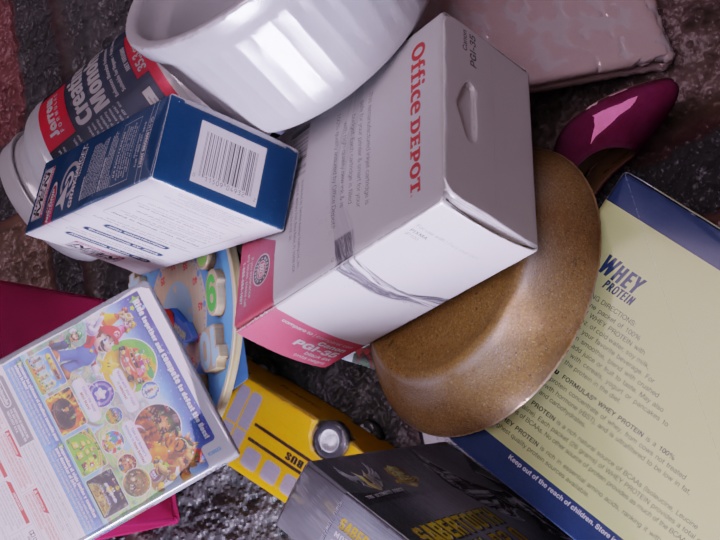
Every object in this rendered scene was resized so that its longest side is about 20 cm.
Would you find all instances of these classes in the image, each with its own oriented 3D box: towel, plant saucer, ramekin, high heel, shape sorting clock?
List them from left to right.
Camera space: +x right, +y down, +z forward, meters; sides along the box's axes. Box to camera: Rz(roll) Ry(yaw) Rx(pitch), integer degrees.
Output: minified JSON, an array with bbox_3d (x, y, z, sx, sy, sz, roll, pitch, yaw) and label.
[{"bbox_3d":[-0.141,0.038,0.901,0.200,0.039,0.201,2,92,56],"label":"shape sorting clock"},{"bbox_3d":[-0.046,-0.184,0.760,0.200,0.098,0.201,-28,36,23],"label":"ramekin"},{"bbox_3d":[0.065,0.005,0.752,0.200,0.035,0.201,-33,43,38],"label":"plant saucer"},{"bbox_3d":[0.110,-0.219,0.848,0.190,0.032,0.201,-13,75,-12],"label":"towel"},{"bbox_3d":[0.160,-0.045,0.830,0.200,0.067,0.096,-43,58,31],"label":"high heel"}]

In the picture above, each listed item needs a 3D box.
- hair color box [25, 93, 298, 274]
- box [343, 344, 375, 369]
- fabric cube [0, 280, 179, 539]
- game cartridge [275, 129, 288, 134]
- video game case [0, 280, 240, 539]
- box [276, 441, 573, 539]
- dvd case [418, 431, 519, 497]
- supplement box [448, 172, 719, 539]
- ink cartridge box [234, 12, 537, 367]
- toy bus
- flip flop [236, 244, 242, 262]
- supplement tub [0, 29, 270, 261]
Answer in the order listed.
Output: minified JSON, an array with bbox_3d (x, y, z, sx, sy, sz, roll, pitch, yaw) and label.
[{"bbox_3d":[-0.140,-0.052,0.801,0.200,0.100,0.061,-14,60,51],"label":"hair color box"},{"bbox_3d":[0.000,0.000,0.896,0.200,0.040,0.137,14,90,41],"label":"box"},{"bbox_3d":[-0.294,0.131,0.961,0.196,0.199,0.201,-17,76,25],"label":"fabric cube"},{"bbox_3d":[-0.023,-0.160,0.867,0.199,0.040,0.134,14,76,6],"label":"game cartridge"},{"bbox_3d":[-0.204,0.116,0.820,0.200,0.018,0.143,-29,77,-5],"label":"video game case"},{"bbox_3d":[0.064,0.177,0.752,0.158,0.200,0.048,34,102,27],"label":"box"},{"bbox_3d":[0.143,0.143,0.839,0.200,0.018,0.143,-18,75,23],"label":"dvd case"},{"bbox_3d":[0.205,0.082,0.729,0.200,0.134,0.200,36,100,27],"label":"supplement box"},{"bbox_3d":[0.013,-0.044,0.748,0.200,0.083,0.147,-31,45,41],"label":"ink cartridge box"},{"bbox_3d":[-0.049,0.134,0.912,0.200,0.065,0.078,28,97,27],"label":"toy bus"},{"bbox_3d":[-0.093,0.005,0.916,0.200,0.057,0.081,-32,64,51],"label":"flip flop"},{"bbox_3d":[-0.185,-0.113,0.973,0.200,0.140,0.141,-35,69,18],"label":"supplement tub"}]
